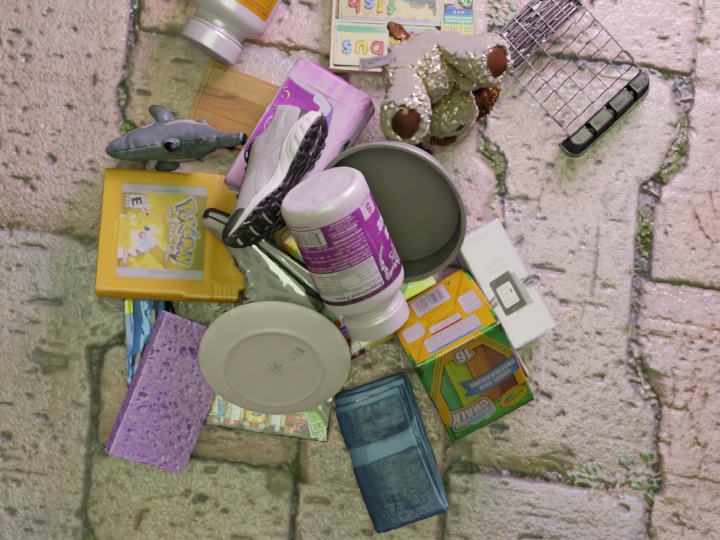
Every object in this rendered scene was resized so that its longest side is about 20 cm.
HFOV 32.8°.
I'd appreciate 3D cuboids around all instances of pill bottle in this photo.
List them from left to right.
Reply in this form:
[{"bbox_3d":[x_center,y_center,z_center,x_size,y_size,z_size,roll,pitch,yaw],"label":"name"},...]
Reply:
[{"bbox_3d":[-0.156,-0.380,1.625,0.110,0.111,0.201,29,89,1],"label":"pill bottle"},{"bbox_3d":[-0.012,-0.016,1.507,0.111,0.112,0.201,-24,116,0],"label":"pill bottle"}]

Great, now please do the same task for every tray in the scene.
[{"bbox_3d":[-0.128,-0.203,1.661,0.198,0.037,0.100,21,89,2],"label":"tray"}]

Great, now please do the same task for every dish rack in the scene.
[{"bbox_3d":[0.281,-0.274,1.650,0.153,0.055,0.200,-42,87,-1],"label":"dish rack"}]

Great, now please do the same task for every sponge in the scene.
[{"bbox_3d":[-0.250,0.163,1.617,0.111,0.030,0.202,23,89,-28],"label":"sponge"}]

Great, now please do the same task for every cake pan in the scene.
[{"bbox_3d":[0.039,-0.078,1.542,0.198,0.037,0.202,8,124,12],"label":"cake pan"}]

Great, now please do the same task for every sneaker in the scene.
[{"bbox_3d":[-0.273,0.106,1.643,0.078,0.066,0.202,-2,89,2],"label":"sneaker"},{"bbox_3d":[-0.142,0.013,1.577,0.200,0.076,0.116,35,88,1],"label":"sneaker"},{"bbox_3d":[-0.117,-0.117,1.526,0.079,0.074,0.201,26,79,23],"label":"sneaker"}]

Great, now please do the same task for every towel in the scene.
[{"bbox_3d":[0.041,0.247,1.647,0.111,0.049,0.202,-18,89,1],"label":"towel"}]

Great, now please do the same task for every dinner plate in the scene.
[{"bbox_3d":[-0.111,0.122,1.581,0.198,0.024,0.202,-1,129,-1],"label":"dinner plate"}]

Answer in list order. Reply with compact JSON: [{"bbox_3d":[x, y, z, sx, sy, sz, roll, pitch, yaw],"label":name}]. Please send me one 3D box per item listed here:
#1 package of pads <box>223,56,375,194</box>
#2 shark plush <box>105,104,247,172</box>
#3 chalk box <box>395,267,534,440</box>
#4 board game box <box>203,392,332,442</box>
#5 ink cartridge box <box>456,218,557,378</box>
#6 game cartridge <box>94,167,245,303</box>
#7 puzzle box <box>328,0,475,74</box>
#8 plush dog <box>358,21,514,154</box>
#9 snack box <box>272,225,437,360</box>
[{"bbox_3d":[-0.080,-0.164,1.597,0.120,0.076,0.201,31,87,11],"label":"package of pads"},{"bbox_3d":[-0.235,-0.158,1.605,0.198,0.083,0.092,14,108,27],"label":"shark plush"},{"bbox_3d":[0.137,0.125,1.590,0.124,0.124,0.201,-29,128,0],"label":"chalk box"},{"bbox_3d":[-0.136,0.168,1.664,0.198,0.023,0.106,7,87,1],"label":"board game box"},{"bbox_3d":[0.195,0.036,1.615,0.066,0.116,0.201,-29,90,-1],"label":"ink cartridge box"},{"bbox_3d":[-0.247,-0.047,1.631,0.198,0.032,0.178,2,73,-5],"label":"game cartridge"},{"bbox_3d":[0.057,-0.332,1.666,0.198,0.025,0.135,2,90,0],"label":"puzzle box"},{"bbox_3d":[0.096,-0.227,1.601,0.199,0.172,0.161,-36,51,-9],"label":"plush dog"},{"bbox_3d":[0.000,0.000,1.641,0.168,0.068,0.201,-29,87,1],"label":"snack box"}]
